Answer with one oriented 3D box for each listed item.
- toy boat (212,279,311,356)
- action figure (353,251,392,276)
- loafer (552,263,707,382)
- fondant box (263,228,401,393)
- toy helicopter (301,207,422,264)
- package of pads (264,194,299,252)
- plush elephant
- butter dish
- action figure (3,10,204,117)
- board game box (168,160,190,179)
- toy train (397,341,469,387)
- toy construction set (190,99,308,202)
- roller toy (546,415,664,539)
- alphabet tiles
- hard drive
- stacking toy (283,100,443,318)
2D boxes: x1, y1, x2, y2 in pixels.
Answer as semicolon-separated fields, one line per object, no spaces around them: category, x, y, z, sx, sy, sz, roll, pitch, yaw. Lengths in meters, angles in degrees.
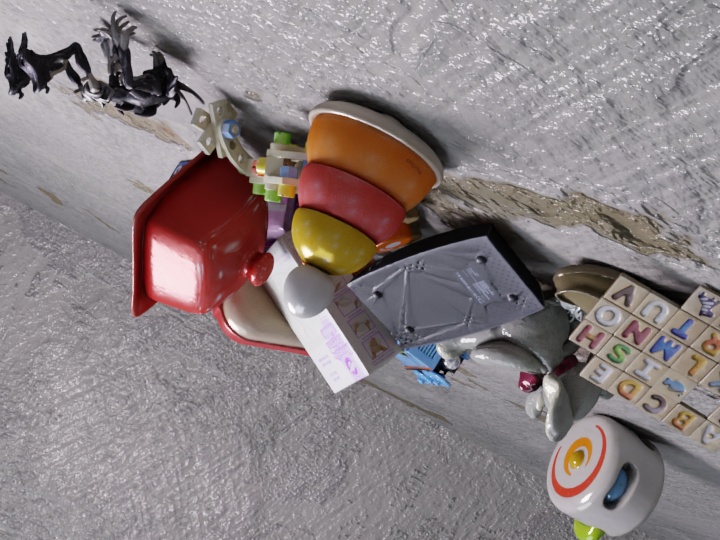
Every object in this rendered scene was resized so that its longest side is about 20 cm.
toy boat;-0.127;0.059;1.530;0.199;0.131;0.131;13;147;-34
action figure;0.000;0.000;1.448;0.194;0.104;0.201;48;160;43
loafer;0.286;0.053;1.147;0.199;0.068;0.076;22;167;21
fondant box;-0.046;0.047;1.402;0.201;0.058;0.144;55;156;2
toy helicopter;0.012;-0.042;1.271;0.132;0.079;0.200;-24;167;20
package of pads;-0.167;-0.062;1.541;0.198;0.076;0.121;0;160;20
plush elephant;0.221;0.112;1.303;0.164;0.156;0.200;-19;180;-35
butter dish;-0.171;-0.031;1.342;0.147;0.200;0.200;29;139;14
action figure;-0.262;-0.215;1.164;0.199;0.103;0.119;3;174;-31
board game box;-0.176;-0.098;1.654;0.199;0.035;0.135;33;168;-26
toy train;0.116;0.144;1.959;0.114;0.087;0.200;38;170;-7
toy construction set;-0.098;-0.118;1.216;0.199;0.093;0.131;29;-163;38
roller toy;0.416;0.348;1.912;0.139;0.201;0.182;31;134;-20
alphabet tiles;0.317;0.085;1.102;0.199;0.008;0.168;29;130;-2
hard drive;0.098;0.017;1.262;0.199;0.042;0.135;-20;125;37
stacking toy;-0.021;-0.048;1.067;0.145;0.201;0.146;26;169;6
